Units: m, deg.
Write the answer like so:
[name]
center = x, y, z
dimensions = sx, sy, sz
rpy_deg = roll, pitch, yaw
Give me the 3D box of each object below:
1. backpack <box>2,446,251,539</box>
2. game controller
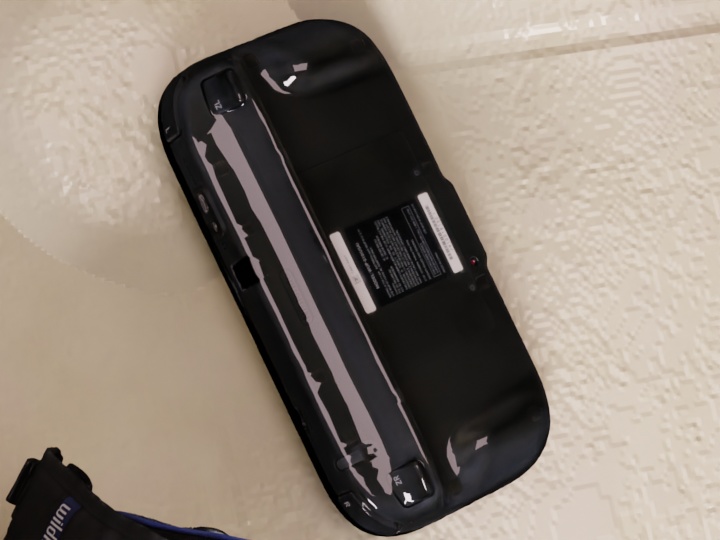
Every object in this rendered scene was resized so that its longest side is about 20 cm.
[backpack]
center = -0.069, 0.177, 0.981
dimensions = 0.154, 0.190, 0.201
rpy_deg = 38, 68, -26
[game controller]
center = 0.000, 0.000, 1.133
dimensions = 0.104, 0.042, 0.201
rpy_deg = -23, 87, -37
